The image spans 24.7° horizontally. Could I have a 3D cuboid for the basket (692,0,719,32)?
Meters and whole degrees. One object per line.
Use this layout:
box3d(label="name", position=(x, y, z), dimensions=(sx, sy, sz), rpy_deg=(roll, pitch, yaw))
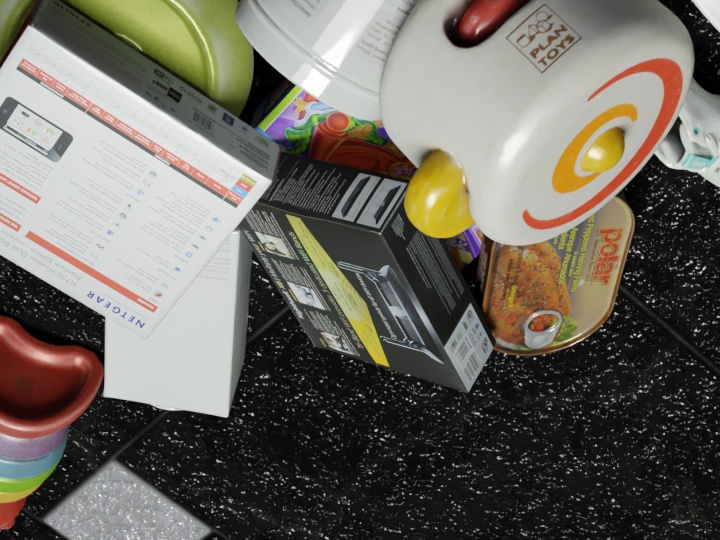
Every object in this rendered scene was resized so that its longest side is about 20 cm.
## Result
box3d(label="basket", position=(0.301, -0.195, 1.071), dimensions=(0.123, 0.136, 0.200), rpy_deg=(-37, 113, 27))

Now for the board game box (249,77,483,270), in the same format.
box3d(label="board game box", position=(0.031, -0.093, 1.249), dimensions=(0.199, 0.045, 0.134), rpy_deg=(36, 125, -17))

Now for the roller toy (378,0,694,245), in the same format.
box3d(label="roller toy", position=(0.115, -0.114, 1.054), dimensions=(0.140, 0.199, 0.183), rpy_deg=(47, 129, 26))

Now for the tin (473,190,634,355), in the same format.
box3d(label="tin", position=(0.147, -0.007, 1.265), dimensions=(0.111, 0.042, 0.201), rpy_deg=(-3, 142, -7))

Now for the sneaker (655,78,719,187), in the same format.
box3d(label="sneaker", position=(0.246, -0.093, 1.184), dimensions=(0.199, 0.089, 0.075), rpy_deg=(32, 125, -15))

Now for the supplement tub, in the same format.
box3d(label="supplement tub", position=(0.021, -0.216, 1.078), dimensions=(0.131, 0.132, 0.201), rpy_deg=(32, 112, -15))

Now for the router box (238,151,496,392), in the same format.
box3d(label="router box", position=(0.000, 0.000, 1.253), dimensions=(0.156, 0.052, 0.201), rpy_deg=(15, 150, 35))

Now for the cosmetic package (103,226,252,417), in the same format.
box3d(label="cosmetic package", position=(-0.148, 0.016, 1.343), dimensions=(0.111, 0.082, 0.202), rpy_deg=(11, 129, 2))

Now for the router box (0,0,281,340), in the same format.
box3d(label="router box", position=(-0.188, -0.069, 1.172), dimensions=(0.199, 0.049, 0.180), rpy_deg=(33, 122, -17))

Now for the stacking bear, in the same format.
box3d(label="stacking bear", position=(-0.319, 0.156, 1.467), dimensions=(0.120, 0.114, 0.201), rpy_deg=(22, 132, -7))

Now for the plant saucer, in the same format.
box3d(label="plant saucer", position=(-0.175, -0.148, 1.164), dimensions=(0.197, 0.031, 0.202), rpy_deg=(2, 126, 3))
